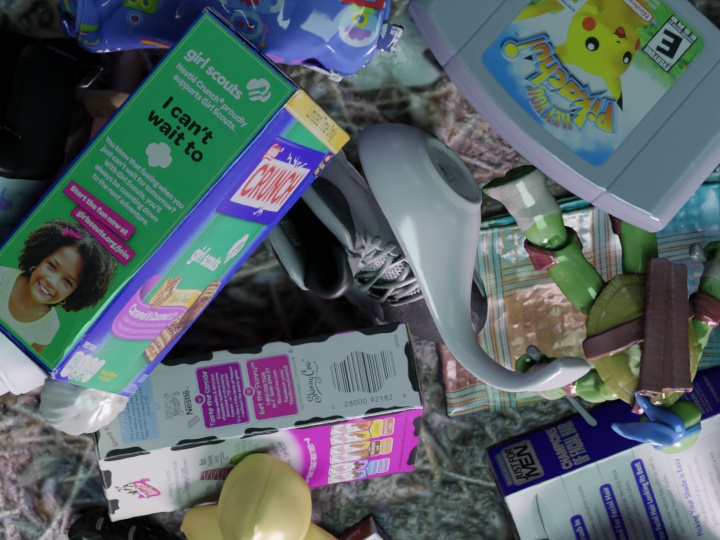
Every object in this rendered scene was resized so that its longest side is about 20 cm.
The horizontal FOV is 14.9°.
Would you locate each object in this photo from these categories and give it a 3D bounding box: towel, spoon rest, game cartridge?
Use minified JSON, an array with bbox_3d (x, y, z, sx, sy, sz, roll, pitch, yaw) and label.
[{"bbox_3d":[0.144,0.017,1.764,0.200,0.022,0.147,-13,119,-4],"label":"towel"},{"bbox_3d":[0.058,-0.006,1.645,0.061,0.200,0.099,-40,159,22],"label":"spoon rest"},{"bbox_3d":[0.132,-0.124,1.608,0.200,0.040,0.133,42,79,-2],"label":"game cartridge"}]

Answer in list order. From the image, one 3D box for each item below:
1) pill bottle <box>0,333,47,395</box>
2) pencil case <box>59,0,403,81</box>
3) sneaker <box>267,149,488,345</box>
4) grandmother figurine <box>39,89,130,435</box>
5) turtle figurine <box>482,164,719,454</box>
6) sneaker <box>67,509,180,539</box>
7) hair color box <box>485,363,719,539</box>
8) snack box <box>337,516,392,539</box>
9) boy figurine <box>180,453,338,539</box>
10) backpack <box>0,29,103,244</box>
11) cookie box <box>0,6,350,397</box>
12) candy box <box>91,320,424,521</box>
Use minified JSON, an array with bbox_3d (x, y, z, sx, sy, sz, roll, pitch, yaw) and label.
[{"bbox_3d":[-0.292,0.069,1.653,0.200,0.112,0.112,-24,120,3],"label":"pill bottle"},{"bbox_3d":[-0.078,-0.159,1.589,0.200,0.078,0.087,5,96,-13],"label":"pencil case"},{"bbox_3d":[0.000,0.000,1.661,0.200,0.116,0.075,41,112,-21],"label":"sneaker"},{"bbox_3d":[-0.144,0.000,1.623,0.121,0.061,0.200,15,79,-10],"label":"grandmother figurine"},{"bbox_3d":[0.158,0.014,1.713,0.144,0.200,0.194,-17,99,30],"label":"turtle figurine"},{"bbox_3d":[-0.118,0.235,1.787,0.079,0.074,0.200,-42,104,16],"label":"sneaker"},{"bbox_3d":[0.195,0.140,1.818,0.200,0.065,0.109,-21,121,-1],"label":"hair color box"},{"bbox_3d":[-0.053,0.248,1.848,0.200,0.024,0.072,-34,117,8],"label":"snack box"},{"bbox_3d":[-0.057,0.168,1.718,0.124,0.065,0.200,15,161,15],"label":"boy figurine"},{"bbox_3d":[-0.230,-0.066,1.541,0.167,0.200,0.127,9,116,-17],"label":"backpack"},{"bbox_3d":[-0.106,-0.033,1.495,0.075,0.171,0.200,40,91,11],"label":"cookie box"},{"bbox_3d":[-0.066,0.094,1.701,0.200,0.061,0.136,-9,159,-6],"label":"candy box"}]
